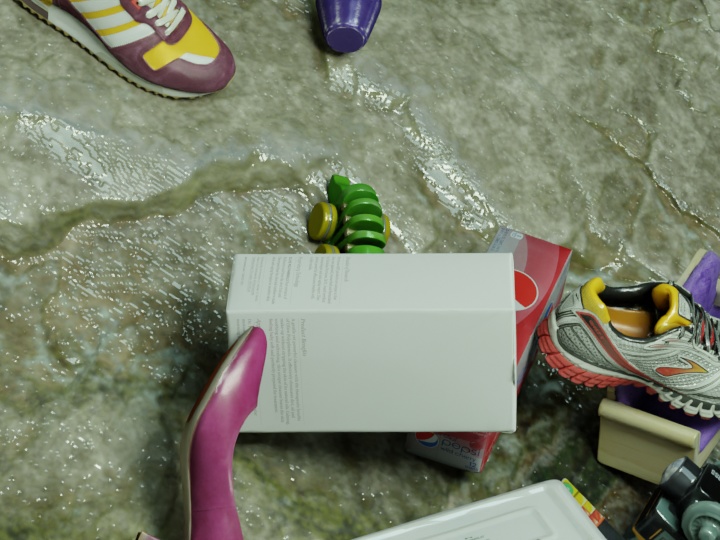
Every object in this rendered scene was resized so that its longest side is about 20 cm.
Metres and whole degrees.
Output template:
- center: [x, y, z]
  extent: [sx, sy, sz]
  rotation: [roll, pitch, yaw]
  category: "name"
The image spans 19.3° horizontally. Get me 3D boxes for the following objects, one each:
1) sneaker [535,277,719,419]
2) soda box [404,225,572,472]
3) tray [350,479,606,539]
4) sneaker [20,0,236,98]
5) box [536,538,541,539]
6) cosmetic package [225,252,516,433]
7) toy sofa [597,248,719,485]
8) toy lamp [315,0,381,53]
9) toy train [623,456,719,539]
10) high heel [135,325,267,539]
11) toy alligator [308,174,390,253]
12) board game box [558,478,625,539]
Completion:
- center: [0.237, 0.055, 1.585]
  extent: [0.200, 0.082, 0.078]
  rotation: [10, 49, -19]
  category: "sneaker"
- center: [0.100, 0.058, 1.618]
  extent: [0.063, 0.070, 0.200]
  rotation: [19, 46, 11]
  category: "soda box"
- center: [0.077, 0.198, 1.486]
  extent: [0.200, 0.022, 0.107]
  rotation: [-14, 39, -20]
  category: "tray"
- center: [-0.177, -0.209, 1.633]
  extent: [0.200, 0.090, 0.075]
  rotation: [29, 48, -11]
  category: "sneaker"
- center: [0.109, 0.285, 1.369]
  extent: [0.109, 0.128, 0.200]
  rotation: [34, 85, 3]
  category: "box"
- center: [0.009, 0.051, 1.488]
  extent: [0.200, 0.108, 0.085]
  rotation: [0, 30, 1]
  category: "cosmetic package"
- center: [0.267, 0.076, 1.683]
  extent: [0.083, 0.098, 0.200]
  rotation: [20, 41, 24]
  category: "toy sofa"
- center: [-0.007, -0.269, 1.802]
  extent: [0.058, 0.058, 0.200]
  rotation: [18, 52, -20]
  category: "toy lamp"
- center: [0.290, 0.227, 1.597]
  extent: [0.200, 0.114, 0.085]
  rotation: [42, 40, -1]
  category: "toy train"
- center: [-0.081, 0.142, 1.422]
  extent: [0.096, 0.067, 0.200]
  rotation: [24, 87, -6]
  category: "high heel"
- center: [0.000, 0.000, 1.619]
  extent: [0.059, 0.054, 0.200]
  rotation: [12, 54, -24]
  category: "toy alligator"
- center: [0.142, 0.270, 1.516]
  extent: [0.165, 0.057, 0.200]
  rotation: [44, 47, 5]
  category: "board game box"
